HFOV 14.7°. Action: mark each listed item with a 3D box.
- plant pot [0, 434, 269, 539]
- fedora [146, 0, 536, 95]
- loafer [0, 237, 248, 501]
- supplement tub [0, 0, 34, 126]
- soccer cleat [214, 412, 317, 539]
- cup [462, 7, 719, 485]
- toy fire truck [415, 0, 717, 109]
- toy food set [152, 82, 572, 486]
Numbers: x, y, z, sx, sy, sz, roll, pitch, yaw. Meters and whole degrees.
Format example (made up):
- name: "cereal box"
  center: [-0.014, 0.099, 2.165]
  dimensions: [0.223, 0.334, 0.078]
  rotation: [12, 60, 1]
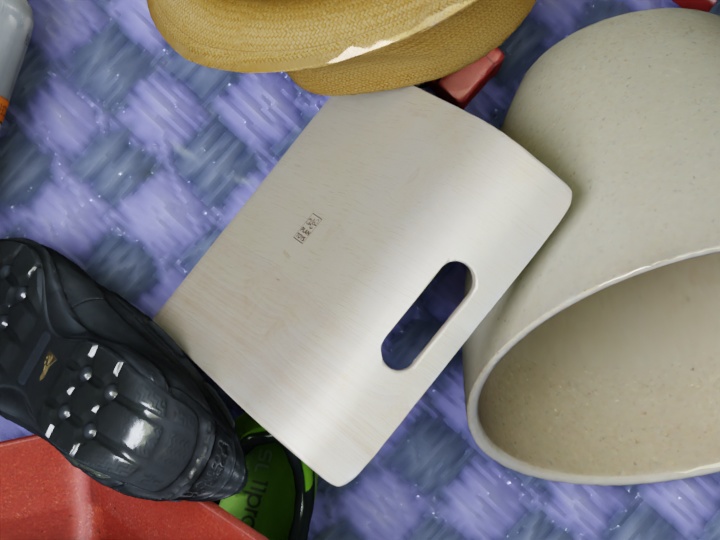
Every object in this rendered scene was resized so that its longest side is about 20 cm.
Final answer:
- name: "plant pot"
  center: [-0.154, 0.186, 1.106]
  dimensions: [0.199, 0.200, 0.178]
  rotation: [-11, 106, -24]
- name: "fedora"
  center: [0.013, -0.130, 1.122]
  dimensions: [0.200, 0.201, 0.082]
  rotation: [-29, 132, -2]
- name: "loafer"
  center: [-0.110, 0.044, 1.143]
  dimensions: [0.070, 0.200, 0.068]
  rotation: [30, 93, -35]
- name: "supplement tub"
  center: [-0.221, -0.038, 1.163]
  dimensions: [0.122, 0.123, 0.201]
  rotation: [19, 88, 0]
- name: "soccer cleat"
  center: [-0.057, 0.158, 1.175]
  dimensions: [0.067, 0.081, 0.202]
  rotation: [9, 87, 0]
- name: "cup"
  center: [0.128, -0.021, 1.146]
  dimensions: [0.199, 0.201, 0.144]
  rotation: [-11, 61, -1]
- name: "toy fire truck"
  center: [0.050, -0.148, 1.207]
  dimensions: [0.200, 0.049, 0.141]
  rotation: [41, 87, 2]
- name: "toy food set"
  center: [0.000, 0.000, 1.128]
  dimensions: [0.060, 0.200, 0.144]
  rotation: [40, 88, -24]
